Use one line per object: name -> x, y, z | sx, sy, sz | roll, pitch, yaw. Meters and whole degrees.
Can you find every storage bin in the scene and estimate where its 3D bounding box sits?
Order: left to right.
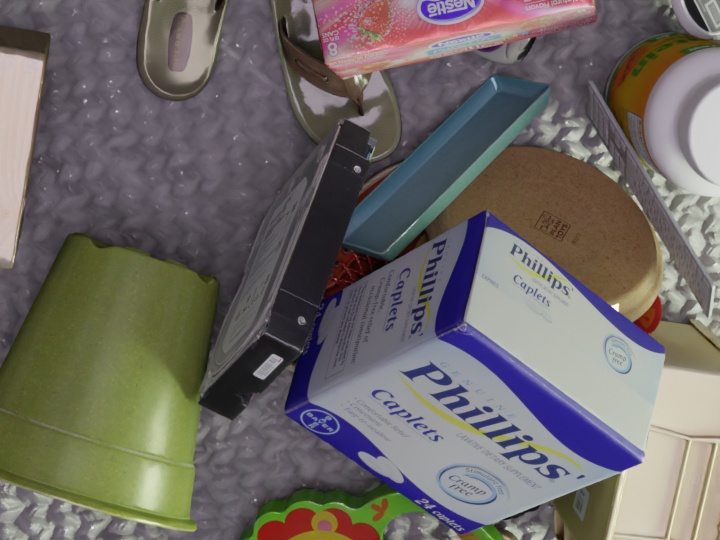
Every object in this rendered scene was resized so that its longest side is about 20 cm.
storage bin -> 0.223, 0.147, 1.637 | 0.094, 0.200, 0.199 | 10, 100, -8

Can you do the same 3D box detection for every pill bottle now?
pill bottle -> 0.259, -0.116, 1.588 | 0.111, 0.200, 0.111 | -1, 102, -7

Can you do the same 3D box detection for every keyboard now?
keyboard -> 0.221, -0.056, 1.612 | 0.011, 0.056, 0.200 | -27, 65, -1

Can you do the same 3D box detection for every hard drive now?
hard drive -> -0.054, -0.001, 1.557 | 0.038, 0.140, 0.200 | 28, 57, -12

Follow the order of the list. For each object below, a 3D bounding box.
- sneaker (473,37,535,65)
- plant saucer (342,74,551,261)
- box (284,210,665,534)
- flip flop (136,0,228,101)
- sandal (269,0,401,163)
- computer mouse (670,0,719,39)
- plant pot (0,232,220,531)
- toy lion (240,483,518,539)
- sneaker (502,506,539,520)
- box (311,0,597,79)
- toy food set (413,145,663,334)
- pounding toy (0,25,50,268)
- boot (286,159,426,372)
sneaker -> 0.128, -0.258, 1.609 | 0.083, 0.081, 0.200 | 26, 94, 1
plant saucer -> 0.063, -0.078, 1.606 | 0.200, 0.070, 0.019 | -45, 126, -21
box -> 0.081, 0.079, 1.511 | 0.184, 0.105, 0.200 | 36, 139, -23
flip flop -> -0.133, -0.226, 1.590 | 0.081, 0.058, 0.200 | 6, 101, -8
sandal -> -0.028, -0.173, 1.614 | 0.080, 0.057, 0.201 | -21, 103, -2
computer mouse -> 0.306, -0.251, 1.630 | 0.200, 0.044, 0.110 | -35, 110, -19
plant pot -> -0.190, 0.078, 1.593 | 0.200, 0.200, 0.190 | 19, 87, -10
toy lion -> 0.003, 0.243, 1.694 | 0.192, 0.069, 0.200 | 42, 106, -7
sneaker -> 0.141, 0.102, 1.660 | 0.111, 0.077, 0.200 | 34, 101, 22
box -> 0.066, -0.211, 1.535 | 0.200, 0.095, 0.103 | -11, 88, 7
toy food set -> 0.141, -0.017, 1.616 | 0.198, 0.200, 0.049 | 17, 135, -4
pounding toy -> -0.312, -0.078, 1.534 | 0.142, 0.184, 0.200 | 9, 100, -9
boot -> 0.000, 0.000, 1.629 | 0.075, 0.107, 0.200 | 40, 92, -10
